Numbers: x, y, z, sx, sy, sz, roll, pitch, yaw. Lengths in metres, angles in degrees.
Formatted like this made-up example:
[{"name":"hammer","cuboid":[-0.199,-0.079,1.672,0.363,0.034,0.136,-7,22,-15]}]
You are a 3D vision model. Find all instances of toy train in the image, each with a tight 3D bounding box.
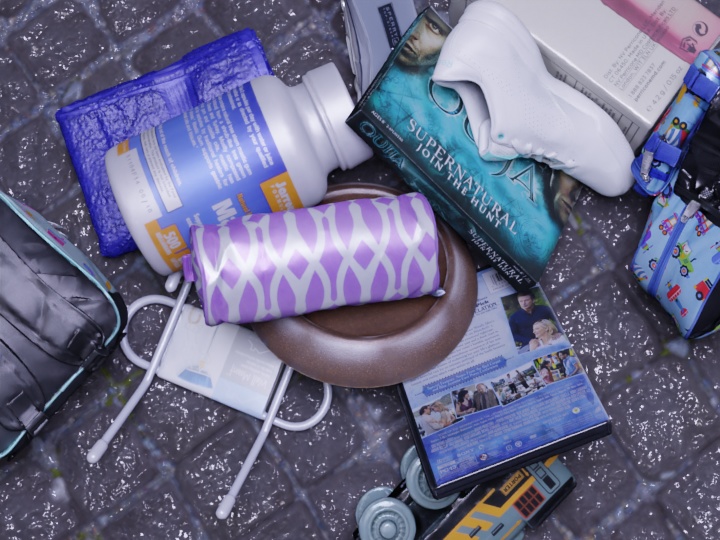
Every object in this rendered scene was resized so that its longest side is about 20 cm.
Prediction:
[{"name":"toy train","cuboid":[0.080,0.187,0.910,0.114,0.085,0.200,45,86,0]}]

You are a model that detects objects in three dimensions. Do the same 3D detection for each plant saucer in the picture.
[{"name":"plant saucer","cuboid":[0.000,0.000,0.926,0.196,0.032,0.203,2,56,-2]}]

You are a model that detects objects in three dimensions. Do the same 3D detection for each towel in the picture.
[{"name":"towel","cuboid":[-0.158,-0.113,0.989,0.197,0.050,0.150,-23,79,0]}]

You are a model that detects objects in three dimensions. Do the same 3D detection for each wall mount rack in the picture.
[{"name":"wall mount rack","cuboid":[-0.129,0.098,0.937,0.197,0.075,0.176,21,81,8]}]

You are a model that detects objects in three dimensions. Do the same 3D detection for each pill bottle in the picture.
[{"name":"pill bottle","cuboid":[-0.094,-0.086,0.911,0.197,0.112,0.114,-25,80,1]}]

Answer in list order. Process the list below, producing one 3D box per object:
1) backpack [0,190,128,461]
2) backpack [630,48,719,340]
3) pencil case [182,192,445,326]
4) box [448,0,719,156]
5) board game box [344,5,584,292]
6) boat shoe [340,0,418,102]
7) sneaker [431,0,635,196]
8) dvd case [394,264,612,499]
[{"name":"backpack","cuboid":[-0.306,0.028,0.917,0.200,0.153,0.176,44,86,-11]},{"name":"backpack","cuboid":[0.282,-0.054,0.885,0.134,0.182,0.202,36,119,20]},{"name":"pencil case","cuboid":[-0.034,-0.011,0.863,0.196,0.086,0.086,-7,110,-12]},{"name":"box","cuboid":[0.181,-0.197,0.941,0.199,0.128,0.109,39,83,9]},{"name":"board game box","cuboid":[0.092,-0.099,0.913,0.200,0.028,0.136,42,54,-16]},{"name":"boat shoe","cuboid":[0.018,-0.190,0.981,0.073,0.086,0.205,-19,108,-5]},{"name":"sneaker","cuboid":[0.133,-0.112,0.895,0.199,0.075,0.089,41,73,-18]},{"name":"dvd case","cuboid":[0.096,0.076,0.895,0.140,0.018,0.202,-21,42,2]}]
